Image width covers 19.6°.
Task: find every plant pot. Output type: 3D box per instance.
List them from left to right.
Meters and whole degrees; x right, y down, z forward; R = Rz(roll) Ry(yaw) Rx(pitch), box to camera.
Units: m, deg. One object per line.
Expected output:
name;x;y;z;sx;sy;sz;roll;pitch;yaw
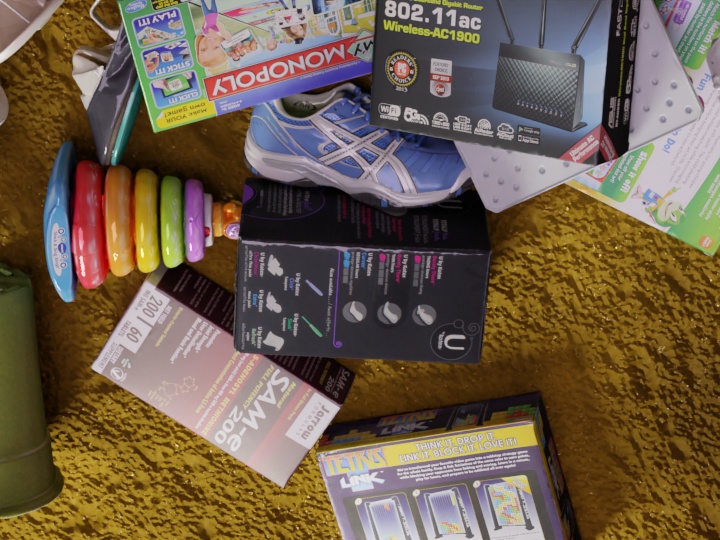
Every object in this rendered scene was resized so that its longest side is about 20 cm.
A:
plant pot;-0.352;0.094;1.807;0.200;0.200;0.190;8;106;9

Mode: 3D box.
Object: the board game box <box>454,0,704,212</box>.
board game box;0.140;-0.171;1.595;0.200;0.026;0.200;-25;91;33

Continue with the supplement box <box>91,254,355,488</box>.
supplement box;-0.118;0.088;1.807;0.200;0.061;0.109;32;118;-5

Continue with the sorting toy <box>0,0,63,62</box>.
sorting toy;-0.369;-0.204;1.647;0.200;0.180;0.107;39;163;-6

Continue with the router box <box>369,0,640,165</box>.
router box;0.107;-0.170;1.561;0.200;0.062;0.150;12;109;27

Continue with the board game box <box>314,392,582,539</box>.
board game box;0.079;0.203;1.821;0.200;0.057;0.165;-10;111;18

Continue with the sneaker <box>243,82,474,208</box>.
sneaker;0.003;-0.103;1.677;0.200;0.076;0.077;9;121;7

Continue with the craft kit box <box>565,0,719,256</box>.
craft kit box;0.236;-0.139;1.626;0.197;0.049;0.200;28;118;1

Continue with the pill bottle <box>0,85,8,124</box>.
pill bottle;-0.388;-0.092;1.751;0.113;0.113;0.200;43;117;-9

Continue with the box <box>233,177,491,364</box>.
box;0.000;0.000;1.683;0.200;0.122;0.106;3;116;-2

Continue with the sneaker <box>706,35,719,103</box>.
sneaker;0.298;-0.138;1.558;0.080;0.070;0.200;14;112;16

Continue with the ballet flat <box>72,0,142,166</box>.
ballet flat;-0.192;-0.183;1.687;0.073;0.073;0.200;24;111;0

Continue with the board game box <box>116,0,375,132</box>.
board game box;-0.080;-0.190;1.616;0.200;0.029;0.135;-16;134;-4

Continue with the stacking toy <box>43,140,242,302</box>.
stacking toy;-0.161;-0.041;1.745;0.200;0.110;0.116;-1;117;-3
